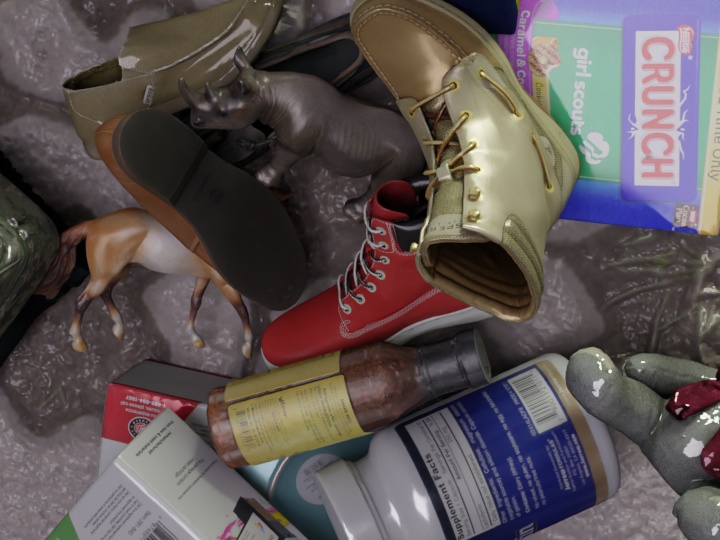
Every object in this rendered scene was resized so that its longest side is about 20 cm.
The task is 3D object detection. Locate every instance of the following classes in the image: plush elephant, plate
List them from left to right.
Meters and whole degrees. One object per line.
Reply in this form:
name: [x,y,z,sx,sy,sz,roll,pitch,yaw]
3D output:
plate: [-0.007,0.171,1.257,0.200,0.026,0.201,-5,108,-15]
plush elephant: [0.272,0.095,1.140,0.155,0.200,0.165,-46,54,15]

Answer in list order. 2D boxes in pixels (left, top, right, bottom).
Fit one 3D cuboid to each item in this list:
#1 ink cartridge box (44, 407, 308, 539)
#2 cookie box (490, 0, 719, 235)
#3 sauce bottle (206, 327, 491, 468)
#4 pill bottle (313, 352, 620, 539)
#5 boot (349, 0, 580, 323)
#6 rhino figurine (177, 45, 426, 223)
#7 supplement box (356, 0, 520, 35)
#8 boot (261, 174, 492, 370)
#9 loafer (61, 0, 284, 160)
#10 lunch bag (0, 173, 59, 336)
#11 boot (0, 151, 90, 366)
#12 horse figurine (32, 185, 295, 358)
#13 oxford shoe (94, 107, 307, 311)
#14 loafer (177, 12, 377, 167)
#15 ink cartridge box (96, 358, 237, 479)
ink cartridge box: [-0.121,0.225,1.216,0.200,0.084,0.145,43,123,2]
cookie box: [0.163,-0.121,1.174,0.199,0.075,0.172,6,104,14]
sauce bottle: [-0.008,0.088,1.178,0.199,0.066,0.066,-15,98,13]
pill bottle: [0.075,0.147,1.199,0.200,0.116,0.116,-23,96,-7]
boot: [0.056,-0.074,1.065,0.073,0.156,0.200,-27,118,36]
rhino figurine: [-0.039,-0.101,1.189,0.200,0.060,0.087,21,133,-23]
supplement box: [0.058,-0.272,1.110,0.109,0.109,0.201,6,73,14]
boot: [0.000,0.000,1.182,0.200,0.144,0.073,-22,52,13]
loafer: [-0.144,-0.155,1.242,0.200,0.076,0.067,-34,116,19]
lunch bag: [-0.339,-0.021,1.199,0.200,0.168,0.139,42,111,5]
boot: [-0.331,-0.014,1.327,0.168,0.076,0.200,-42,95,15]
horse figurine: [-0.153,-0.003,1.270,0.199,0.050,0.133,4,109,-7]
oxford shoe: [-0.114,-0.046,1.218,0.200,0.071,0.071,47,68,-28]
loafer: [-0.069,-0.131,1.240,0.200,0.063,0.072,-30,94,19]
ink cartridge box: [-0.130,0.187,1.313,0.144,0.084,0.201,12,103,12]
